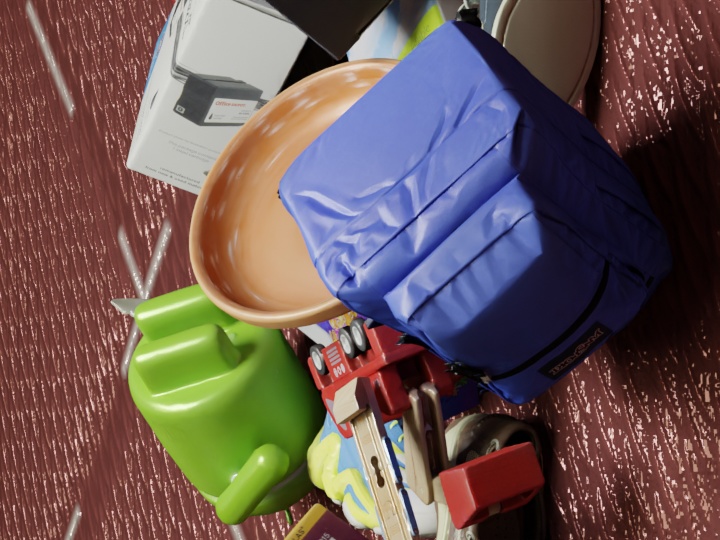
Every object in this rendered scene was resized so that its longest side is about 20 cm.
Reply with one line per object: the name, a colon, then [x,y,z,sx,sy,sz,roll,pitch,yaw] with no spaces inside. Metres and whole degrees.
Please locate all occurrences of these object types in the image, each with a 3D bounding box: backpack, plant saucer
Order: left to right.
plant saucer: [-0.017,-0.045,1.467,0.199,0.037,0.201,-20,48,23]
backpack: [0.077,-0.010,1.297,0.162,0.200,0.168,-37,53,17]

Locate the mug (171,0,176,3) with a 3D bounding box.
mug: [-0.179,-0.296,1.883,0.200,0.133,0.178,-176,88,-66]

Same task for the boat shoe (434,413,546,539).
boat shoe: [0.083,0.189,1.432,0.075,0.074,0.203,-11,80,57]

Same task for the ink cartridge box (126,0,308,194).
ink cartridge box: [-0.096,-0.174,1.717,0.200,0.083,0.145,122,164,-46]

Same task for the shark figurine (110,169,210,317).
shark figurine: [-0.107,-0.025,1.719,0.090,0.128,0.215,57,149,15]

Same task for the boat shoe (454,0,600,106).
boat shoe: [0.100,-0.177,1.396,0.062,0.075,0.201,7,94,61]

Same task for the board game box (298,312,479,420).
board game box: [0.000,0.000,1.547,0.200,0.045,0.135,36,141,48]

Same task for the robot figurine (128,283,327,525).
robot figurine: [-0.092,0.097,1.670,0.176,0.115,0.200,-96,-18,-47]

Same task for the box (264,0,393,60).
box: [-0.019,-0.280,1.495,0.197,0.117,0.200,-46,42,10]

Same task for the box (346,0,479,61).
box: [0.041,-0.143,1.537,0.122,0.047,0.201,-55,44,48]

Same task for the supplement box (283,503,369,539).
supplement box: [-0.046,0.274,1.558,0.103,0.131,0.200,35,143,9]

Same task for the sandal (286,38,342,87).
sandal: [-0.034,-0.109,1.657,0.200,0.054,0.082,-109,34,-45]

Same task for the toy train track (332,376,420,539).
toy train track: [0.016,0.159,1.361,0.115,0.032,0.201,-37,62,43]

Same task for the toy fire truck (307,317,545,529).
toy fire truck: [0.035,0.092,1.418,0.142,0.049,0.200,69,159,5]

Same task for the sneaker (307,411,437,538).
sneaker: [0.016,0.114,1.557,0.200,0.075,0.106,18,106,62]
